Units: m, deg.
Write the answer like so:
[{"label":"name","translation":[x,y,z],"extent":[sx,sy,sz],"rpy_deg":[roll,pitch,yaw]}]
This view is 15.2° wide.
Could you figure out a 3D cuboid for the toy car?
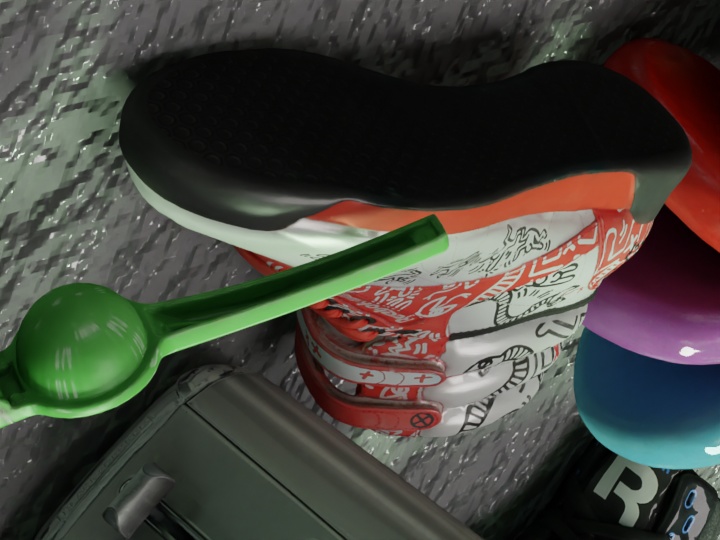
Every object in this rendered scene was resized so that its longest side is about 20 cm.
[{"label":"toy car","translation":[0.130,-0.012,0.846],"extent":[0.149,0.176,0.201],"rpy_deg":[5,126,-17]}]

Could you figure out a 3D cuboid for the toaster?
[{"label":"toaster","translation":[-0.012,0.114,0.776],"extent":[0.114,0.129,0.200],"rpy_deg":[-48,151,-6]}]

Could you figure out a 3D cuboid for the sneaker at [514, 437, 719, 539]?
[{"label":"sneaker","translation":[0.068,0.107,0.960],"extent":[0.112,0.073,0.200],"rpy_deg":[-63,158,13]}]

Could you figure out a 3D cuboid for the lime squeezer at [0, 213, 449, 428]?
[{"label":"lime squeezer","translation":[-0.075,0.003,0.616],"extent":[0.199,0.038,0.071],"rpy_deg":[9,106,-33]}]

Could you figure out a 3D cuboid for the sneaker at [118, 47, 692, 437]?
[{"label":"sneaker","translation":[0.001,0.001,0.731],"extent":[0.201,0.067,0.108],"rpy_deg":[-6,135,-47]}]
